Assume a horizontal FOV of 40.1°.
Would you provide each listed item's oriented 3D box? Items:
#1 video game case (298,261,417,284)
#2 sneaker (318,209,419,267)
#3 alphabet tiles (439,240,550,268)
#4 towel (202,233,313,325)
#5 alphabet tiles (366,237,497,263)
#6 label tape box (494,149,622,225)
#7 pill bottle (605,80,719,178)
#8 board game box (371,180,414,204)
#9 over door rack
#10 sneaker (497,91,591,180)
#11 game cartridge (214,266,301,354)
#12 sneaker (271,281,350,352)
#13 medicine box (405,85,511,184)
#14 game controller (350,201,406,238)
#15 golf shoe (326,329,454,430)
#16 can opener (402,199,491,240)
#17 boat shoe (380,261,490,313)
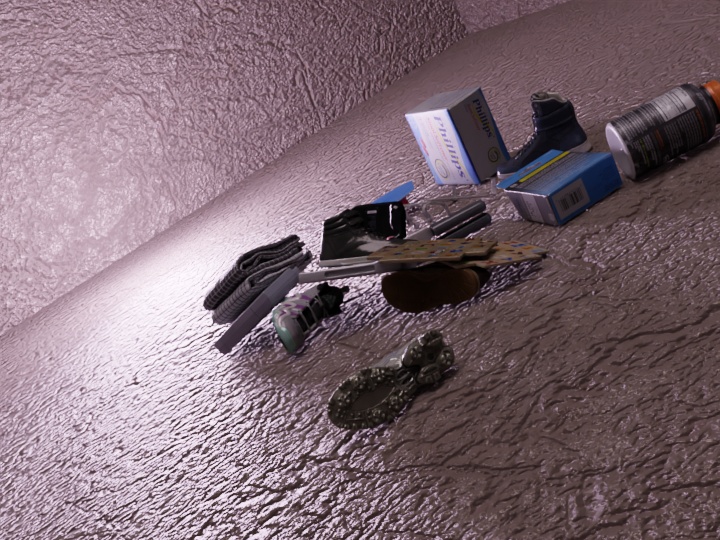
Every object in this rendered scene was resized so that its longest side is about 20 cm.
[{"bbox_3d":[0.000,0.000,1.737,0.179,0.022,0.200,-8,0,11],"label":"video game case"},{"bbox_3d":[0.012,-0.064,1.760,0.196,0.101,0.071,-7,-2,19],"label":"sneaker"},{"bbox_3d":[0.205,-0.028,1.599,0.163,0.006,0.200,-10,11,-15],"label":"alphabet tiles"},{"bbox_3d":[-0.206,0.012,1.963,0.199,0.086,0.165,-30,-9,-46],"label":"towel"},{"bbox_3d":[0.117,-0.033,1.603,0.196,0.006,0.166,-3,11,19],"label":"alphabet tiles"},{"bbox_3d":[0.348,-0.150,1.746,0.143,0.064,0.200,-32,17,-12],"label":"label tape box"},{"bbox_3d":[0.527,-0.246,1.674,0.197,0.107,0.106,-26,16,3],"label":"pill bottle"},{"bbox_3d":[0.061,-0.137,2.222,0.156,0.039,0.200,-31,11,7],"label":"board game box"},{"bbox_3d":[0.166,-0.127,1.987,0.198,0.068,0.147,-22,11,-33],"label":"over door rack"},{"bbox_3d":[0.346,-0.276,1.988,0.200,0.148,0.077,-21,18,26],"label":"sneaker"},{"bbox_3d":[-0.198,0.081,1.866,0.200,0.041,0.133,-44,-2,40],"label":"game cartridge"},{"bbox_3d":[-0.080,0.067,1.754,0.138,0.079,0.200,-26,17,9],"label":"sneaker"},{"bbox_3d":[0.216,-0.294,2.181,0.102,0.184,0.199,-33,17,-18],"label":"medicine box"},{"bbox_3d":[0.032,-0.083,1.993,0.042,0.107,0.199,9,-5,-32],"label":"game controller"},{"bbox_3d":[0.035,0.157,1.346,0.198,0.079,0.097,-28,-2,-20],"label":"golf shoe"},{"bbox_3d":[0.149,-0.070,1.845,0.198,0.053,0.067,-28,15,-1],"label":"can opener"},{"bbox_3d":[0.122,0.021,1.601,0.198,0.073,0.072,-11,10,43],"label":"boat shoe"}]
